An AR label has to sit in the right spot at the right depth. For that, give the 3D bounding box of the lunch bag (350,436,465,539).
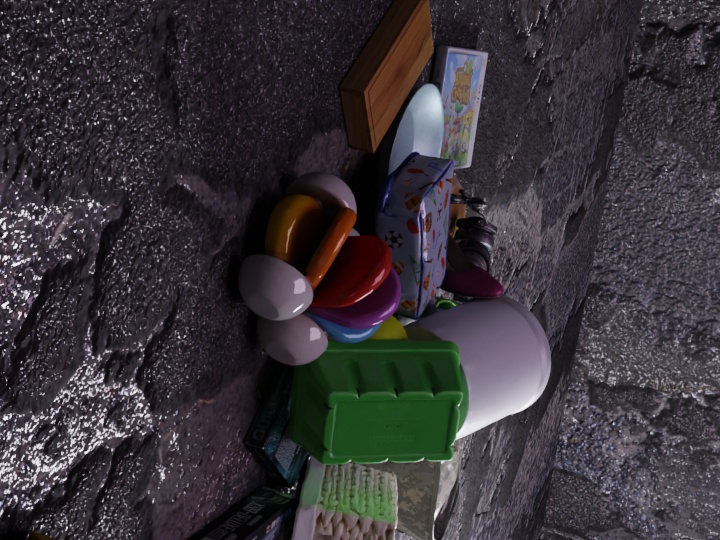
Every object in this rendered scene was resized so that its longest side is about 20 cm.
[{"bbox_3d":[0.057,0.285,1.583,0.118,0.163,0.201,-36,137,-57],"label":"lunch bag"}]

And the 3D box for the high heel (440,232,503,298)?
[{"bbox_3d":[0.126,-0.027,1.533,0.067,0.200,0.097,-9,112,-42],"label":"high heel"}]

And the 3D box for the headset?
[{"bbox_3d":[0.158,-0.039,1.684,0.200,0.094,0.124,99,5,-50],"label":"headset"}]

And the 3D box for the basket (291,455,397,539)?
[{"bbox_3d":[-0.022,0.330,1.383,0.200,0.123,0.136,-71,172,-81],"label":"basket"}]

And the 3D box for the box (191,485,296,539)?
[{"bbox_3d":[-0.148,0.357,1.259,0.200,0.050,0.158,-23,125,-66],"label":"box"}]

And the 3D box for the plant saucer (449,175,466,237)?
[{"bbox_3d":[0.124,-0.062,1.710,0.200,0.035,0.201,14,90,-69],"label":"plant saucer"}]

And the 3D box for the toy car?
[{"bbox_3d":[-0.029,0.006,1.189,0.200,0.149,0.175,77,34,-52],"label":"toy car"}]

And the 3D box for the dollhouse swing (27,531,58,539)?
[{"bbox_3d":[-0.304,0.290,0.827,0.182,0.175,0.201,-15,-127,65],"label":"dollhouse swing"}]

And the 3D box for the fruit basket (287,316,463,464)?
[{"bbox_3d":[0.014,0.130,1.312,0.216,0.215,0.156,-35,135,-60],"label":"fruit basket"}]

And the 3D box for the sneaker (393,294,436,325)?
[{"bbox_3d":[0.049,0.077,1.573,0.200,0.082,0.075,106,-12,-48],"label":"sneaker"}]

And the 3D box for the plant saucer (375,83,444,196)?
[{"bbox_3d":[0.059,-0.153,1.474,0.201,0.039,0.202,15,90,-69],"label":"plant saucer"}]

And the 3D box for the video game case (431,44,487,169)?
[{"bbox_3d":[0.142,-0.240,1.647,0.200,0.022,0.183,-20,120,-66],"label":"video game case"}]

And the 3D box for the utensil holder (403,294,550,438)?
[{"bbox_3d":[0.130,0.130,1.454,0.200,0.169,0.171,-13,117,-51],"label":"utensil holder"}]

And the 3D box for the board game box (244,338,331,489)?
[{"bbox_3d":[-0.072,0.151,1.349,0.135,0.028,0.201,68,41,-56],"label":"board game box"}]

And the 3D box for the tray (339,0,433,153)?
[{"bbox_3d":[0.037,-0.249,1.355,0.099,0.037,0.200,79,31,-49],"label":"tray"}]

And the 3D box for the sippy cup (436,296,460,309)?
[{"bbox_3d":[0.122,0.135,1.723,0.130,0.178,0.140,-51,-169,-28],"label":"sippy cup"}]

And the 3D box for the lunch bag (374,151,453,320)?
[{"bbox_3d":[0.070,-0.044,1.417,0.160,0.075,0.201,-54,152,-57],"label":"lunch bag"}]

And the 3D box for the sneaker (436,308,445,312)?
[{"bbox_3d":[0.159,0.161,1.635,0.131,0.200,0.079,-59,-166,-16],"label":"sneaker"}]
